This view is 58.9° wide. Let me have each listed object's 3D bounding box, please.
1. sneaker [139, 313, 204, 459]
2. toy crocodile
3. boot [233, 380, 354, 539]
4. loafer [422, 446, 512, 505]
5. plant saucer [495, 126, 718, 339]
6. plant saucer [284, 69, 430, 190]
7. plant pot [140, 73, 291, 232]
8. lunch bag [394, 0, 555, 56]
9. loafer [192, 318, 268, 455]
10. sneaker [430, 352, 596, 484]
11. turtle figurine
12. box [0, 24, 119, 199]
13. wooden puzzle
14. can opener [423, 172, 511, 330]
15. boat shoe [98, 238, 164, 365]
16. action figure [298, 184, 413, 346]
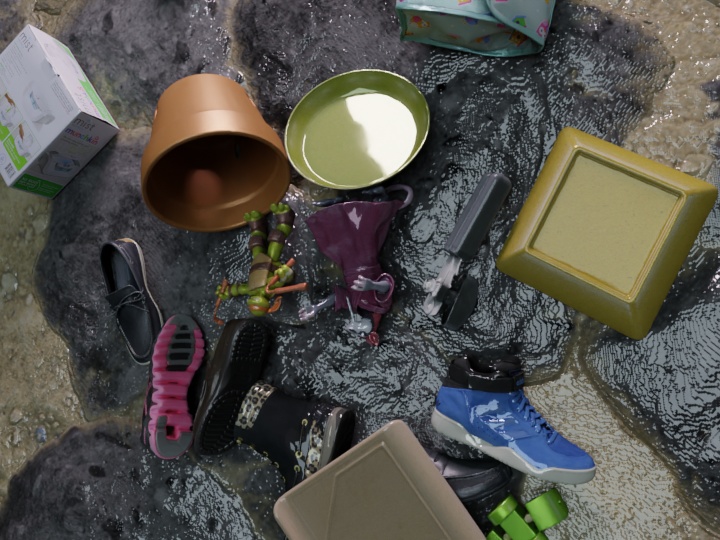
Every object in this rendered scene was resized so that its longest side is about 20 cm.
[{"bbox_3d":[-0.281,0.165,0.920,0.095,0.078,0.204,-17,62,50],"label":"sneaker"},{"bbox_3d":[0.160,0.327,0.754,0.068,0.062,0.201,45,103,18],"label":"toy crocodile"},{"bbox_3d":[-0.101,0.260,0.846,0.151,0.073,0.207,17,89,25],"label":"boot"},{"bbox_3d":[0.085,0.250,0.779,0.197,0.068,0.072,-17,86,20],"label":"loafer"},{"bbox_3d":[0.287,-0.052,0.757,0.198,0.048,0.203,28,92,20],"label":"plant saucer"},{"bbox_3d":[-0.003,-0.183,0.853,0.196,0.031,0.203,-6,60,10],"label":"plant saucer"},{"bbox_3d":[-0.205,-0.168,0.878,0.198,0.200,0.142,-27,59,14],"label":"plant pot"},{"bbox_3d":[0.155,-0.373,0.805,0.196,0.122,0.174,12,85,12],"label":"lunch bag"},{"bbox_3d":[-0.184,0.159,0.894,0.071,0.072,0.203,24,93,54],"label":"loafer"},{"bbox_3d":[0.186,0.164,0.749,0.197,0.076,0.113,18,99,27],"label":"sneaker"},{"bbox_3d":[-0.124,-0.006,0.866,0.198,0.064,0.164,-19,57,43],"label":"turtle figurine"},{"bbox_3d":[-0.522,-0.256,1.037,0.176,0.097,0.201,-40,72,10],"label":"box"},{"bbox_3d":[0.021,0.299,0.750,0.199,0.037,0.186,-37,88,14],"label":"wooden puzzle"},{"bbox_3d":[0.137,-0.026,0.812,0.066,0.053,0.203,23,94,-15],"label":"can opener"},{"bbox_3d":[-0.348,0.046,0.959,0.073,0.062,0.204,-20,79,14],"label":"boat shoe"},{"bbox_3d":[0.000,0.000,0.841,0.132,0.148,0.204,-5,101,44],"label":"action figure"}]
